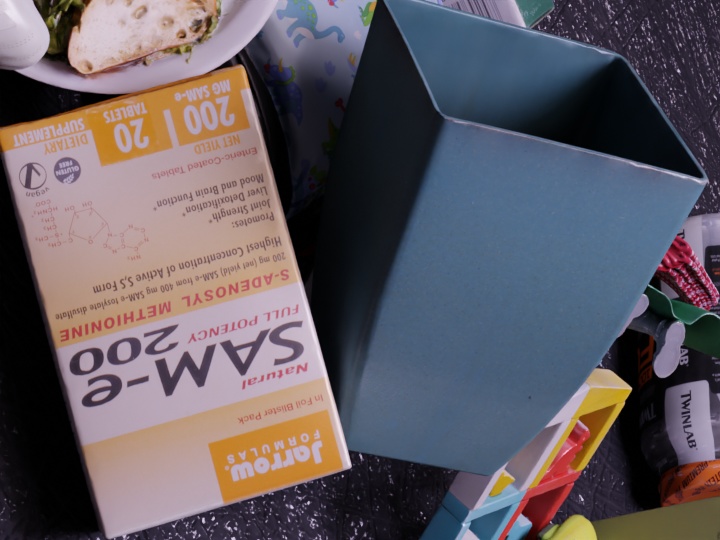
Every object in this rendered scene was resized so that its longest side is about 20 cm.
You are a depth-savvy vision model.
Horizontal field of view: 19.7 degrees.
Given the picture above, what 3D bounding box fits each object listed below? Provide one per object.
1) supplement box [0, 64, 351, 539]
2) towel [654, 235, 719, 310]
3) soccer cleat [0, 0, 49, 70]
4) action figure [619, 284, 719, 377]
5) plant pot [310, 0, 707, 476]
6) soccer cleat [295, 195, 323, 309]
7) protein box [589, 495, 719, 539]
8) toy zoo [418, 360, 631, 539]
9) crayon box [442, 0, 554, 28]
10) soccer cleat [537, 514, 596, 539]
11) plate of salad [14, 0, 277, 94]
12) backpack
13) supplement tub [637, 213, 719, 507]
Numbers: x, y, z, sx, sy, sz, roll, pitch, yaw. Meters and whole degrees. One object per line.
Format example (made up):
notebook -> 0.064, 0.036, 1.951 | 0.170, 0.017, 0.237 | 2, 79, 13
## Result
supplement box -> -0.091, 0.016, 1.003 | 0.074, 0.125, 0.202 | 153, -79, -81
towel -> 0.143, -0.030, 1.224 | 0.144, 0.023, 0.200 | 37, 2, 18
soccer cleat -> -0.233, -0.133, 0.924 | 0.199, 0.069, 0.078 | 31, 63, -27
action figure -> 0.121, 0.004, 1.185 | 0.118, 0.200, 0.055 | 37, 91, -24
plant pot -> 0.054, -0.007, 1.039 | 0.140, 0.201, 0.142 | 12, 27, -19
soccer cleat -> 0.000, 0.000, 1.164 | 0.073, 0.068, 0.200 | 50, 60, -22
protein box -> 0.189, 0.260, 1.235 | 0.135, 0.199, 0.200 | 42, 45, -37
toy zoo -> 0.086, 0.125, 1.178 | 0.020, 0.201, 0.131 | 40, 25, 24
crayon box -> 0.021, -0.225, 1.265 | 0.052, 0.125, 0.201 | -41, 110, -53
soccer cleat -> 0.101, 0.235, 1.196 | 0.201, 0.083, 0.065 | -59, 165, -29
plate of salad -> -0.129, -0.182, 1.030 | 0.198, 0.048, 0.202 | 5, 66, -12
backpack -> -0.038, -0.111, 1.144 | 0.164, 0.153, 0.200 | 67, 24, 0
supplement tub -> 0.258, 0.072, 1.477 | 0.122, 0.122, 0.202 | 30, 53, -45
